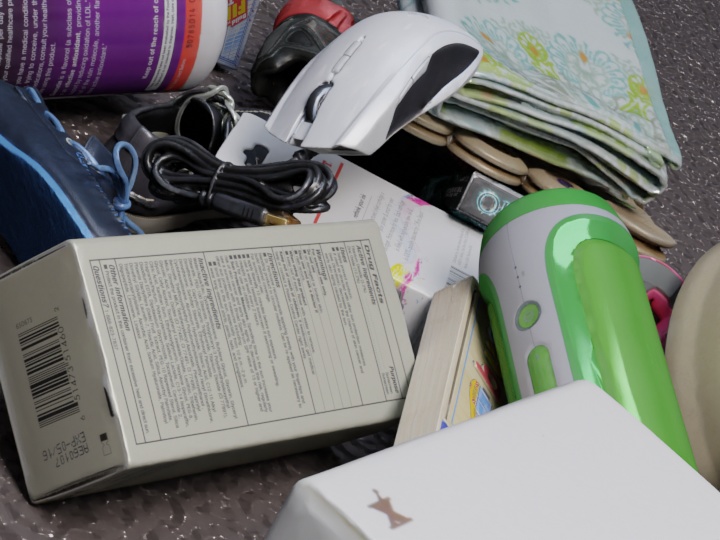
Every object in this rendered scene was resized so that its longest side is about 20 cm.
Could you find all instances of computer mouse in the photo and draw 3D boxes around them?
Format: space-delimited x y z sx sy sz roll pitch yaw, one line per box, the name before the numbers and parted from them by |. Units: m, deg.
computer mouse | -0.013 -0.091 1.021 0.109 0.044 0.200 14 42 38

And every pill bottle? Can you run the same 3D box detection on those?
pill bottle | -0.183 -0.153 1.110 0.199 0.113 0.113 -6 40 -28

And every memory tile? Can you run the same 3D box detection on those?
memory tile | 0.092 -0.070 1.180 0.199 0.017 0.153 28 13 -10

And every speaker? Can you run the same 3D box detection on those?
speaker | 0.110 0.058 0.947 0.088 0.089 0.201 14 45 -26

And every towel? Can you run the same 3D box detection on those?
towel | 0.103 -0.136 1.181 0.170 0.048 0.201 22 34 -24

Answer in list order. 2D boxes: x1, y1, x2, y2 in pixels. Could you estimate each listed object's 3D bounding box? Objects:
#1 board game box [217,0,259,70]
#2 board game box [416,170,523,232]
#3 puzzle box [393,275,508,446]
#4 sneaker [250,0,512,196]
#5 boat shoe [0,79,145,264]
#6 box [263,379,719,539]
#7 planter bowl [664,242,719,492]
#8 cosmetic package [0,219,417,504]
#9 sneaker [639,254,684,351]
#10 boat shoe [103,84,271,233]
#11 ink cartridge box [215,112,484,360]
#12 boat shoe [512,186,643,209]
board game box | -0.125 -0.210 1.242 0.199 0.201 0.062 -23 48 -35
board game box | 0.134 -0.002 1.189 0.199 0.028 0.135 28 -4 -10
puzzle box | 0.066 0.099 0.947 0.134 0.025 0.200 57 20 -17
sneaker | 0.009 -0.090 1.263 0.200 0.071 0.098 41 44 2
boat shoe | -0.150 -0.047 1.003 0.068 0.085 0.200 -15 49 -32
box | 0.065 0.176 0.716 0.200 0.172 0.198 41 29 25
planter bowl | 0.275 0.062 1.024 0.199 0.134 0.202 13 68 -37
cosmetic package | -0.067 0.038 0.905 0.199 0.073 0.104 -3 75 -50
sneaker | 0.176 0.090 1.093 0.079 0.095 0.201 -31 87 -43
boat shoe | -0.086 -0.073 1.141 0.072 0.063 0.200 37 27 16
ink cartridge box | 0.000 0.000 1.088 0.199 0.068 0.115 28 24 -2
boat shoe | 0.125 -0.079 1.306 0.201 0.066 0.074 60 35 -16
